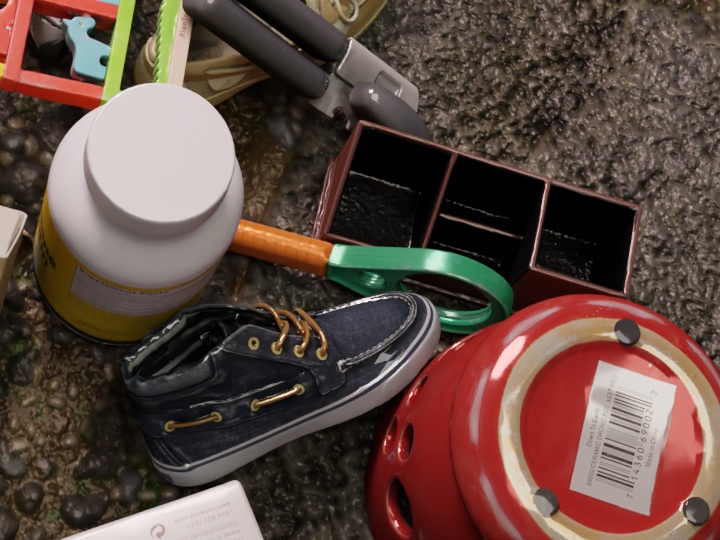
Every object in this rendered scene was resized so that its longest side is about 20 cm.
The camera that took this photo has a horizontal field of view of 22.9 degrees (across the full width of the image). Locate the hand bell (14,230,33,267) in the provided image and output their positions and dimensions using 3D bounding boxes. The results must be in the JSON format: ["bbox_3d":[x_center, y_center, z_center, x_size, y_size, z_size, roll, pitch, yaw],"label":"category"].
[{"bbox_3d":[-0.280,-0.089,1.068,0.104,0.104,0.201,-19,77,-19],"label":"hand bell"}]

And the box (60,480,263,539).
[{"bbox_3d":[-0.084,0.244,0.962,0.106,0.153,0.201,-16,64,-17],"label":"box"}]

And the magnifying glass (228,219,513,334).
[{"bbox_3d":[0.000,0.000,1.132,0.199,0.080,0.022,17,63,3],"label":"magnifying glass"}]

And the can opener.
[{"bbox_3d":[-0.025,-0.137,1.135,0.200,0.066,0.053,33,79,-35],"label":"can opener"}]

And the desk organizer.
[{"bbox_3d":[0.075,-0.027,1.152,0.199,0.077,0.072,16,69,-9],"label":"desk organizer"}]

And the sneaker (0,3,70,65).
[{"bbox_3d":[-0.233,-0.181,1.125,0.199,0.075,0.116,-16,80,-20],"label":"sneaker"}]

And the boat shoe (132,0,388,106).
[{"bbox_3d":[-0.058,-0.168,1.170,0.200,0.063,0.073,-27,81,-20],"label":"boat shoe"}]

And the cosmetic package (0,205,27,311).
[{"bbox_3d":[-0.261,0.054,0.982,0.105,0.071,0.201,15,111,-8],"label":"cosmetic package"}]

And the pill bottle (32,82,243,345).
[{"bbox_3d":[-0.129,-0.033,1.035,0.111,0.200,0.113,5,71,-13],"label":"pill bottle"}]

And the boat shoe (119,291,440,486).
[{"bbox_3d":[-0.045,0.049,1.069,0.200,0.091,0.071,-29,41,-13],"label":"boat shoe"}]

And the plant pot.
[{"bbox_3d":[0.116,0.117,1.062,0.199,0.183,0.202,4,71,-11],"label":"plant pot"}]

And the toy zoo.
[{"bbox_3d":[-0.200,-0.171,1.083,0.199,0.020,0.132,12,71,-15],"label":"toy zoo"}]
